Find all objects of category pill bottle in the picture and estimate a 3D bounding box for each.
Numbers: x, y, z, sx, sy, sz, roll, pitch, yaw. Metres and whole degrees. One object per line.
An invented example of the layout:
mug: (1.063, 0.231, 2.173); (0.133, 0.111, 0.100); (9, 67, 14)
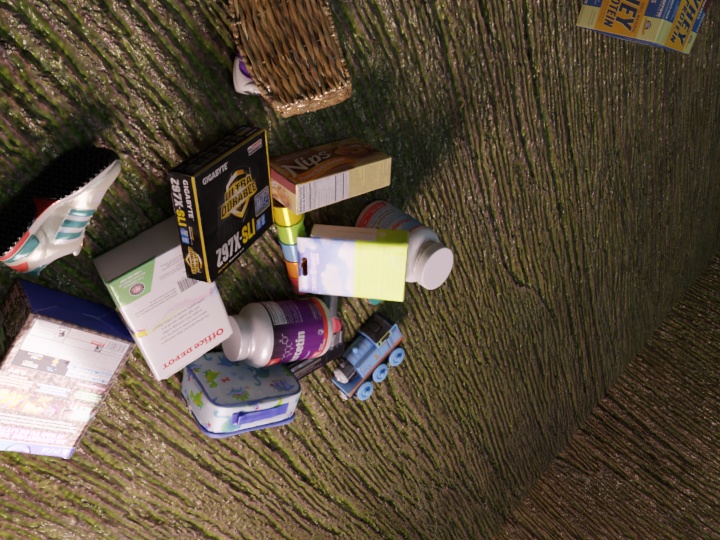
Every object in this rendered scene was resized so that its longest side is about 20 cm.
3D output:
pill bottle: (0.083, -0.049, 1.122); (0.106, 0.199, 0.112); (-22, 130, -30)
pill bottle: (-0.152, 0.113, 1.068); (0.195, 0.112, 0.116); (-4, 119, -41)

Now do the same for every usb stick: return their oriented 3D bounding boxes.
usb stick: (-0.114, 0.196, 1.218); (0.196, 0.032, 0.057); (-28, 140, -29)

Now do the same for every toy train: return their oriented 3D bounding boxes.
toy train: (0.017, 0.195, 1.305); (0.200, 0.086, 0.116); (-43, 131, -16)

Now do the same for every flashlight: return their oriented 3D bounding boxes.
flashlight: (-0.061, 0.048, 1.155); (0.067, 0.067, 0.207); (-19, 122, -44)

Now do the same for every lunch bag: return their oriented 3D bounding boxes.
lunch bag: (-0.213, 0.216, 1.040); (0.196, 0.160, 0.085); (-1, 118, -43)

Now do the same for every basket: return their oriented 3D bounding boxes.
basket: (-0.099, -0.326, 0.815); (0.138, 0.149, 0.207); (-17, 101, 3)

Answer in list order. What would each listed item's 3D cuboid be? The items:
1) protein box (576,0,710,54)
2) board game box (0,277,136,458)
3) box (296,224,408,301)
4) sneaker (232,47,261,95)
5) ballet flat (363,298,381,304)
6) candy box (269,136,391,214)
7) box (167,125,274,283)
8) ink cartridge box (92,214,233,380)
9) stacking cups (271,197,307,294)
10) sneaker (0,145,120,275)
protein box: (0.634, -0.587, 1.301); (0.194, 0.199, 0.139); (-7, 121, -39)
board game box: (-0.446, 0.142, 0.819); (0.158, 0.096, 0.203); (29, 94, -48)
box: (-0.013, -0.013, 1.035); (0.192, 0.048, 0.125); (5, 124, 4)
sneaker: (-0.100, -0.307, 0.880); (0.196, 0.079, 0.087); (-13, 113, -41)
ballet flat: (0.000, 0.000, 1.166); (0.069, 0.066, 0.202); (-32, 146, -7)
candy box: (-0.056, -0.164, 0.980); (0.196, 0.115, 0.057); (-22, 129, -32)
box: (-0.197, -0.103, 0.862); (0.201, 0.048, 0.165); (-55, 152, -54)
ink cartridge box: (-0.300, 0.044, 0.904); (0.143, 0.083, 0.205); (-32, 133, -25)
stacking cups: (-0.116, -0.043, 1.040); (0.060, 0.060, 0.205); (-29, 132, -25)
sneaker: (-0.389, -0.076, 0.770); (0.200, 0.070, 0.094); (-47, 156, -13)
